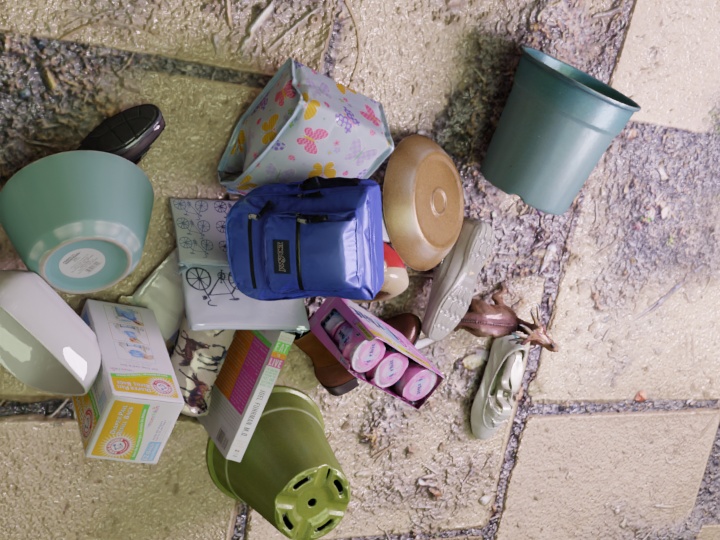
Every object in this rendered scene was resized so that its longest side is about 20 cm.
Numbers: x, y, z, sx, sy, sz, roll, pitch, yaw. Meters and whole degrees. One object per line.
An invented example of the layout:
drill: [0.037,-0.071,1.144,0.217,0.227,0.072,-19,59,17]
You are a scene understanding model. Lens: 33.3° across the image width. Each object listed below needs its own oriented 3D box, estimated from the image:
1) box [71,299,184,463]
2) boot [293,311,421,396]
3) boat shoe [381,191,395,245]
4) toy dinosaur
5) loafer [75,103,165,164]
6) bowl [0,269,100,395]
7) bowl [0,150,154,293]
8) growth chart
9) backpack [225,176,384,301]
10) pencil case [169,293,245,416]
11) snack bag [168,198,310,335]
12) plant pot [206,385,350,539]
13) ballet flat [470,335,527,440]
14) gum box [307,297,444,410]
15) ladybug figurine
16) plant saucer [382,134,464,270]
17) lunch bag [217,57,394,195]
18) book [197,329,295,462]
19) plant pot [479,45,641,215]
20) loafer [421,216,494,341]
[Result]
box: [-0.319,0.147,1.605,0.101,0.200,0.113,11,119,-31]
boot: [-0.007,0.085,1.805,0.187,0.069,0.200,-28,144,-1]
boat shoe: [0.028,-0.071,1.762,0.199,0.065,0.073,9,75,-56]
toy dinosaur: [0.214,0.081,1.911,0.198,0.135,0.087,-3,112,-26]
loafer: [-0.335,-0.142,1.579,0.199,0.072,0.063,-36,141,-3]
bowl: [-0.428,0.070,1.544,0.200,0.199,0.075,51,57,-28]
bowl: [-0.352,-0.046,1.525,0.199,0.106,0.202,-13,145,-9]
growth chart: [-0.252,0.035,1.716,0.200,0.018,0.145,-44,124,-6]
backpack: [-0.079,-0.041,1.576,0.198,0.168,0.164,0,98,11]
pencil case: [-0.219,0.108,1.709,0.089,0.078,0.202,18,103,-22]
snack bag: [-0.167,-0.007,1.666,0.187,0.021,0.202,3,65,-29]
plant pot: [-0.106,0.302,1.800,0.198,0.190,0.202,-10,114,-24]
ballet flat: [0.233,0.202,2.013,0.069,0.069,0.202,4,108,-29]
gum box: [0.020,0.114,1.716,0.066,0.113,0.200,-50,139,5]
ladybug figurine: [0.000,0.000,1.745,0.134,0.200,0.073,7,78,-21]
plant saucer: [0.103,-0.101,1.776,0.199,0.035,0.202,1,89,-54]
lunch bag: [-0.082,-0.167,1.659,0.169,0.128,0.200,21,126,-32]
book: [-0.168,0.155,1.740,0.048,0.134,0.201,19,101,-31]
plant pot: [0.286,-0.203,1.810,0.199,0.200,0.197,16,110,-32]
loafer: [0.142,0.011,1.876,0.070,0.070,0.201,29,86,-47]
